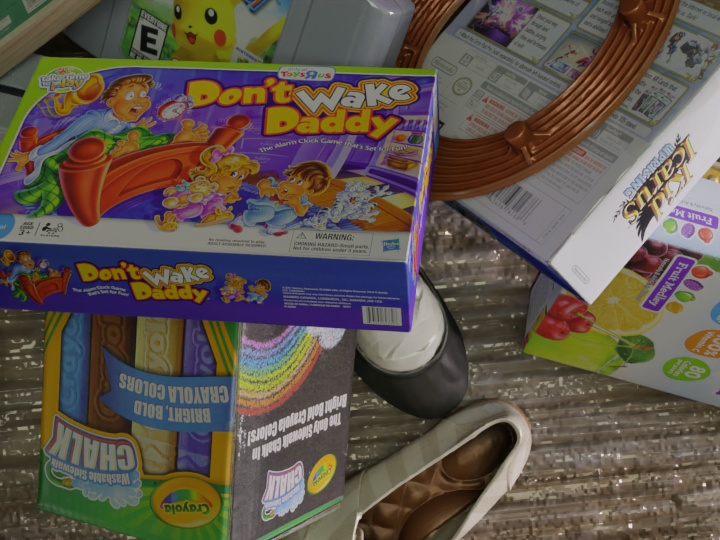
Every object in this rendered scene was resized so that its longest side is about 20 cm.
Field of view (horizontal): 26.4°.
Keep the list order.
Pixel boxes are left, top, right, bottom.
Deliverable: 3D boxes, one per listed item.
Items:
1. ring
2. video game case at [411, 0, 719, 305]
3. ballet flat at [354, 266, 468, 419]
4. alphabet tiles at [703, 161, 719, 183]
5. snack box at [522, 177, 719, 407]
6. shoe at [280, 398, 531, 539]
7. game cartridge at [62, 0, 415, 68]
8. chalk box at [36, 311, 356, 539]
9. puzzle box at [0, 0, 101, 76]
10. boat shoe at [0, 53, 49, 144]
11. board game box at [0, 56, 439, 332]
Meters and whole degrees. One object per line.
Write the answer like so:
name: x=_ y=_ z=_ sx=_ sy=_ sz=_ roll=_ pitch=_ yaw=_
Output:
ring: x=0.078 y=-0.125 z=0.806 sx=0.201 sy=0.200 sz=0.019 roll=-48 pitch=126 yaw=0
video game case: x=0.113 y=-0.098 z=0.798 sx=0.181 sy=0.200 sz=0.045 roll=-50 pitch=127 yaw=1
ballet flat: x=0.000 y=0.000 z=0.863 sx=0.068 sy=0.068 sz=0.200 roll=-32 pitch=95 yaw=-4
alphabet tiles: x=0.182 y=-0.128 z=0.898 sx=0.199 sy=0.008 sz=0.168 roll=20 pitch=92 yaw=-5
snack box: x=0.205 y=0.019 z=0.841 sx=0.199 sy=0.142 sz=0.053 roll=16 pitch=58 yaw=-5
shoe: x=0.016 y=0.144 z=0.879 sx=0.200 sy=0.053 sz=0.070 roll=-40 pitch=95 yaw=-1
game cartridge: x=-0.070 y=-0.141 z=0.805 sx=0.200 sy=0.040 sz=0.134 roll=34 pitch=120 yaw=21
chalk box: x=-0.085 y=0.073 z=0.809 sx=0.124 sy=0.125 sz=0.201 roll=11 pitch=100 yaw=28
puzzle box: x=-0.160 y=-0.199 z=0.789 sx=0.200 sy=0.025 sz=0.133 roll=-32 pitch=74 yaw=17
boat shoe: x=-0.141 y=-0.076 z=0.825 sx=0.199 sy=0.062 sz=0.072 roll=20 pitch=82 yaw=17
board game box: x=-0.068 y=-0.039 z=0.715 sx=0.199 sy=0.135 sz=0.045 roll=3 pitch=134 yaw=7
